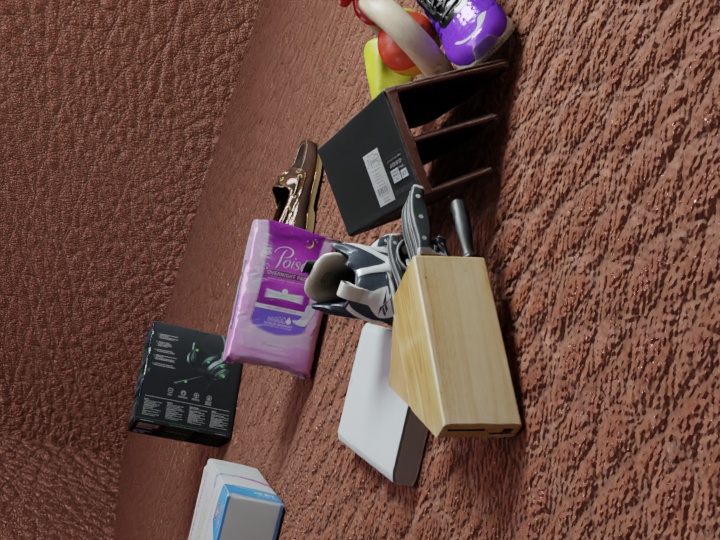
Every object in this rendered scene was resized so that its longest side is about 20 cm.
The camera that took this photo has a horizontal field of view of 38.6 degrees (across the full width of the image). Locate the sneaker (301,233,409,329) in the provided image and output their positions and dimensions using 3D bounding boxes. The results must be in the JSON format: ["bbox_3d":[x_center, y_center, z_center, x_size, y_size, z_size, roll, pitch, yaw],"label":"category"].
[{"bbox_3d":[0.000,0.000,1.036,0.199,0.129,0.080,-111,38,-64],"label":"sneaker"}]

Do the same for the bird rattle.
[{"bbox_3d":[0.039,-0.252,1.059,0.113,0.200,0.163,-40,49,-4],"label":"bird rattle"}]

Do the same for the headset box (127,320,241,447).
[{"bbox_3d":[-0.312,0.199,1.854,0.093,0.174,0.200,136,144,-61],"label":"headset box"}]

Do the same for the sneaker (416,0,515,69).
[{"bbox_3d":[0.082,-0.265,0.998,0.070,0.099,0.200,-42,28,19],"label":"sneaker"}]

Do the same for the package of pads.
[{"bbox_3d":[-0.107,0.038,1.386,0.076,0.120,0.200,173,110,-79],"label":"package of pads"}]

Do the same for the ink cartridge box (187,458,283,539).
[{"bbox_3d":[-0.179,0.360,1.434,0.200,0.085,0.145,-168,92,-73],"label":"ink cartridge box"}]

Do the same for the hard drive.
[{"bbox_3d":[0.026,0.127,1.032,0.200,0.026,0.132,-172,95,-75],"label":"hard drive"}]

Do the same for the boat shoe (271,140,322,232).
[{"bbox_3d":[-0.103,-0.120,1.599,0.070,0.070,0.200,128,152,-58],"label":"boat shoe"}]

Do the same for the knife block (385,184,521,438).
[{"bbox_3d":[0.071,0.025,0.834,0.200,0.064,0.176,-141,53,-73],"label":"knife block"}]

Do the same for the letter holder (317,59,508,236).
[{"bbox_3d":[0.065,-0.117,1.003,0.101,0.142,0.200,70,159,2],"label":"letter holder"}]
